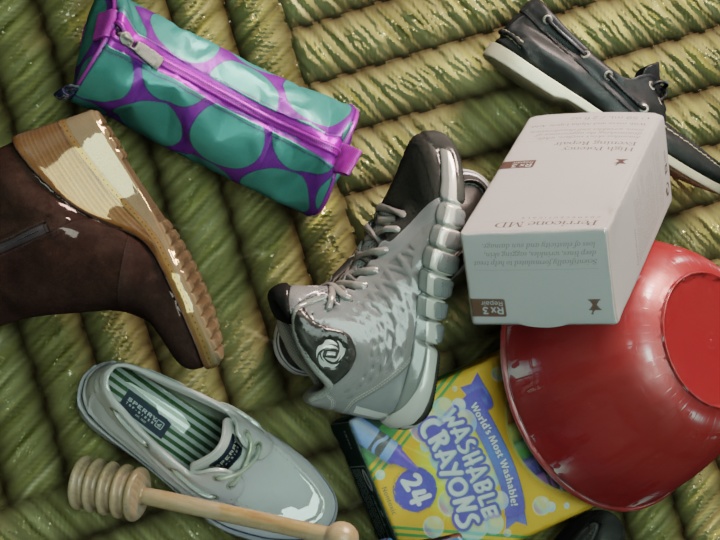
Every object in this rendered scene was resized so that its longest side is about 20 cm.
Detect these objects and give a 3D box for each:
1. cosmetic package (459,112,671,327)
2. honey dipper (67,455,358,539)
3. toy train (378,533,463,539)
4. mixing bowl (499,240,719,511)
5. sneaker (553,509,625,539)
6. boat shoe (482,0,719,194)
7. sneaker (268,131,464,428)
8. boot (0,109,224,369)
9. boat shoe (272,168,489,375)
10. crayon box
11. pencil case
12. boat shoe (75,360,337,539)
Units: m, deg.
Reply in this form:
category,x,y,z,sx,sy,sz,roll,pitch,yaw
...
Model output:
category,x,y,z,sx,sy,sz,roll,pitch,yaw
cosmetic package,0.141,-0.037,1.591,0.102,0.200,0.074,-1,114,18
honey dipper,-0.096,0.160,1.559,0.200,0.038,0.038,11,80,17
toy train,-0.015,0.225,1.560,0.200,0.114,0.087,-15,98,6
mixing bowl,0.206,0.059,1.635,0.200,0.108,0.200,13,68,-36
sneaker,0.164,0.273,1.660,0.115,0.075,0.200,25,91,-18
boat shoe,0.187,-0.128,1.703,0.199,0.075,0.066,31,88,-2
sneaker,0.000,0.000,1.567,0.115,0.075,0.200,8,85,-15
boot,-0.199,0.011,1.565,0.166,0.072,0.200,-31,84,4
boat shoe,0.024,0.002,1.650,0.200,0.057,0.069,-43,96,-16
crayon box,0.096,0.125,1.662,0.200,0.052,0.126,-23,91,-18
pencil case,-0.101,-0.113,1.608,0.200,0.092,0.085,25,78,-13
boat shoe,-0.100,0.126,1.593,0.200,0.067,0.074,28,73,-12
